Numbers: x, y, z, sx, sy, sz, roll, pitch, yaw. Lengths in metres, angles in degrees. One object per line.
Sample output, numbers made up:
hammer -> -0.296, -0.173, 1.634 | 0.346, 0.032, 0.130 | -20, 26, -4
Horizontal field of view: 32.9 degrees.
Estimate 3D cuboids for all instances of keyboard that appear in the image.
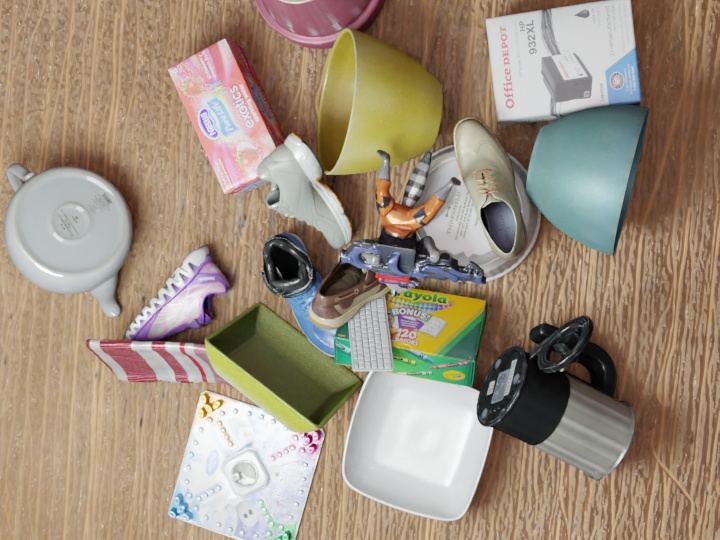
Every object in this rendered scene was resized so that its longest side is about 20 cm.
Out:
keyboard -> 0.010, 0.064, 1.688 | 0.056, 0.201, 0.011 | -3, 135, -3

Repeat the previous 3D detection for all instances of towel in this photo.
towel -> -0.284, 0.135, 1.772 | 0.198, 0.144, 0.023 | 2, 66, 10

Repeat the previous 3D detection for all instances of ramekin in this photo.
ramekin -> 0.153, -0.081, 1.709 | 0.200, 0.094, 0.204 | 0, 93, 9

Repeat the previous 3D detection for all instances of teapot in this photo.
teapot -> -0.434, -0.051, 1.793 | 0.196, 0.146, 0.202 | 9, 72, -16

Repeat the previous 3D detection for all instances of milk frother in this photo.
milk frother -> 0.290, 0.166, 1.622 | 0.187, 0.200, 0.182 | 26, 81, -16

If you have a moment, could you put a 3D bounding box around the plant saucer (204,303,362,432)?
plant saucer -> -0.114, 0.146, 1.719 | 0.199, 0.200, 0.048 | 37, 112, 6

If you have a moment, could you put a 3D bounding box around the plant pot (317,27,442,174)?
plant pot -> 0.033, -0.225, 1.691 | 0.141, 0.200, 0.202 | 6, 94, -15

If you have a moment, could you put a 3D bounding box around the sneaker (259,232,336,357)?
sneaker -> -0.080, 0.038, 1.745 | 0.076, 0.111, 0.201 | -26, 88, 10

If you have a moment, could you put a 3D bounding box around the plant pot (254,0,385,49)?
plant pot -> -0.069, -0.419, 1.691 | 0.198, 0.179, 0.202 | 0, 92, 11

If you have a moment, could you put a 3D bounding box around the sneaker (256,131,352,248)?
sneaker -> -0.084, -0.098, 1.717 | 0.092, 0.076, 0.201 | -33, 127, -5

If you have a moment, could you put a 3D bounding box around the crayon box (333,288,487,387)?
crayon box -> 0.072, 0.087, 1.715 | 0.198, 0.119, 0.059 | 9, 135, 9

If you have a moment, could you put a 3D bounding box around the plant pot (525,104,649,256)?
plant pot -> 0.298, -0.134, 1.633 | 0.134, 0.200, 0.202 | 14, 95, 14

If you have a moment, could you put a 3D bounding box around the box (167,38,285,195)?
box -> -0.184, -0.219, 1.761 | 0.102, 0.095, 0.201 | -25, 88, 10

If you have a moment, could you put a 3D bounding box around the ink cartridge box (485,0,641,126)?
ink cartridge box -> 0.280, -0.286, 1.684 | 0.198, 0.084, 0.147 | -6, 92, 10

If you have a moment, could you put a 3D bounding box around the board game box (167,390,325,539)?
board game box -> -0.173, 0.304, 1.816 | 0.198, 0.026, 0.202 | 17, 95, 9

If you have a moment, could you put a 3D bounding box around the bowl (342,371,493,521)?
bowl -> 0.084, 0.240, 1.744 | 0.198, 0.075, 0.201 | 17, 95, 8

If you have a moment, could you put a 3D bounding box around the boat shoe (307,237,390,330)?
boat shoe -> 0.000, 0.000, 1.696 | 0.072, 0.200, 0.072 | 31, 140, 25

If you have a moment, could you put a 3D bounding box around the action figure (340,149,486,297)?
action figure -> 0.082, -0.050, 1.639 | 0.198, 0.105, 0.195 | 16, 118, 0

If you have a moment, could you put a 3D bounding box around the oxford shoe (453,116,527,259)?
oxford shoe -> 0.175, -0.112, 1.618 | 0.070, 0.074, 0.201 | -23, 88, 10

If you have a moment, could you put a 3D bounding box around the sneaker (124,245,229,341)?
sneaker -> -0.268, 0.063, 1.799 | 0.088, 0.080, 0.200 | 41, 97, -2
